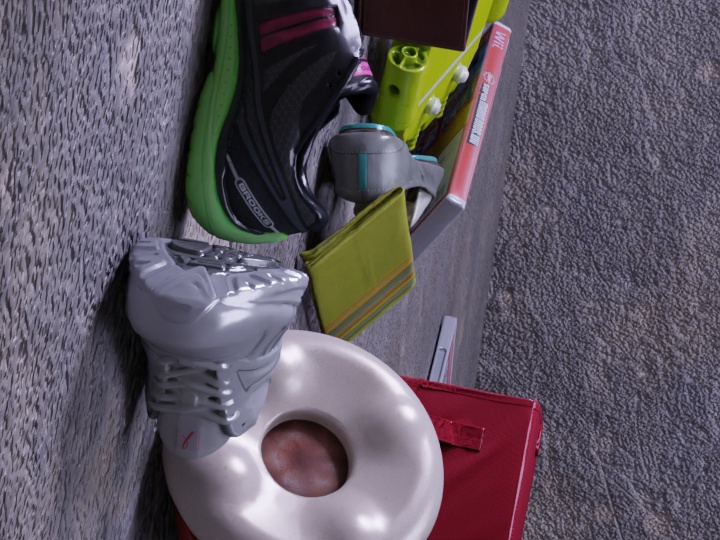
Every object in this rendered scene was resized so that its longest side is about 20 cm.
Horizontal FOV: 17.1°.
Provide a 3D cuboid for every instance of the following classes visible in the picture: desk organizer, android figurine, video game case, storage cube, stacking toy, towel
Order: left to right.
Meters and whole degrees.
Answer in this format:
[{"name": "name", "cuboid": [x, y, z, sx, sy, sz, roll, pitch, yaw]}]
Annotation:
[{"name": "stacking toy", "cuboid": [-0.049, 0.137, 1.264, 0.200, 0.146, 0.146, 117, -10, -54]}, {"name": "towel", "cuboid": [0.000, 0.000, 1.653, 0.086, 0.018, 0.200, -41, 164, -9]}, {"name": "storage cube", "cuboid": [0.032, 0.176, 1.709, 0.200, 0.170, 0.180, 71, 30, -77]}, {"name": "desk organizer", "cuboid": [0.044, -0.246, 1.596, 0.200, 0.077, 0.072, 93, 9, -45]}, {"name": "video game case", "cuboid": [0.085, 0.173, 2.832, 0.143, 0.017, 0.200, 93, 10, -48]}, {"name": "video game case", "cuboid": [0.061, -0.088, 1.905, 0.143, 0.017, 0.200, -48, -160, 47]}, {"name": "android figurine", "cuboid": [0.062, -0.175, 1.802, 0.182, 0.041, 0.200, -50, 163, -42]}]

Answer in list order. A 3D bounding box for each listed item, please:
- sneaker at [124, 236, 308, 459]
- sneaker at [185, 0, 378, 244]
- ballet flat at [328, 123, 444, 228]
[{"name": "sneaker", "cuboid": [-0.067, 0.039, 1.088, 0.200, 0.078, 0.100, 14, 89, -83]}, {"name": "sneaker", "cuboid": [-0.029, -0.110, 1.141, 0.077, 0.083, 0.201, -33, 133, -82]}, {"name": "ballet flat", "cuboid": [0.016, -0.057, 1.672, 0.200, 0.067, 0.064, 26, 62, -77]}]
